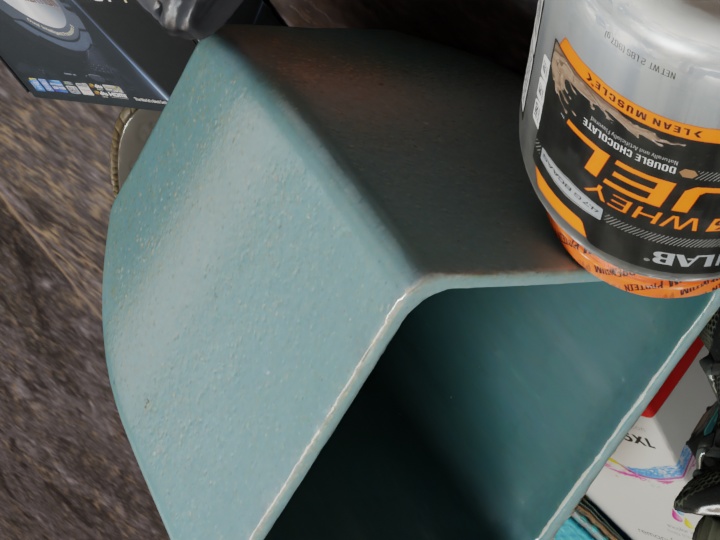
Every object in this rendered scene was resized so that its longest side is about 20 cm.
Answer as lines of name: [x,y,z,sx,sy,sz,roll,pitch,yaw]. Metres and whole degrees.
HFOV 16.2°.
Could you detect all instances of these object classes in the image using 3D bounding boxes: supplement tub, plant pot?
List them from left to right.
plant pot: [0.000,0.000,1.083,0.200,0.196,0.196,55,129,31]
supplement tub: [0.121,-0.076,0.901,0.122,0.123,0.200,31,157,13]

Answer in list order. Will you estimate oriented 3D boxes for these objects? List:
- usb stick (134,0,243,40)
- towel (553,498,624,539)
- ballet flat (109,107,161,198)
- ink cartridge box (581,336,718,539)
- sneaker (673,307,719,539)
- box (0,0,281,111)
usb stick: [-0.109,-0.165,1.083,0.033,0.056,0.200,32,-170,-50]
towel: [0.051,0.106,1.302,0.200,0.022,0.146,46,153,-16]
ballet flat: [-0.096,-0.039,1.387,0.046,0.067,0.200,59,176,35]
ink cartridge box: [0.124,0.056,1.222,0.116,0.067,0.200,16,149,41]
sneaker: [0.164,0.067,1.065,0.076,0.114,0.200,56,179,-40]
box: [-0.140,-0.149,1.245,0.199,0.044,0.160,11,146,47]
